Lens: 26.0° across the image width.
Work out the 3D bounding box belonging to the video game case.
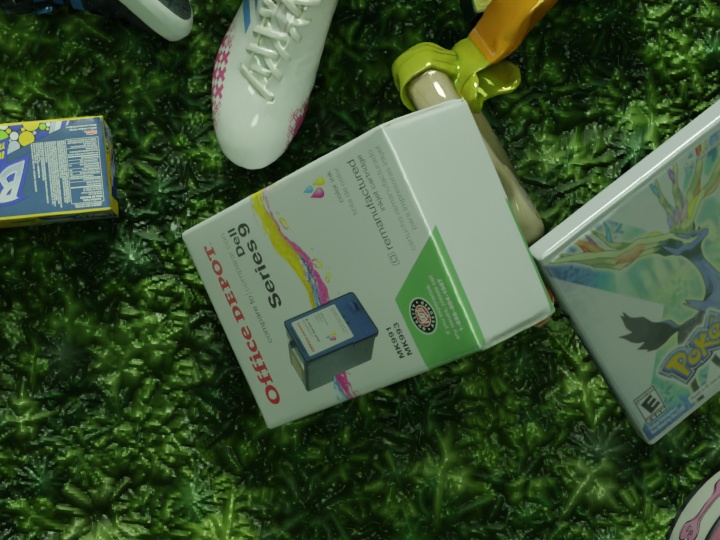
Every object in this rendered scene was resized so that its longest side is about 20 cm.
[{"bbox_3d":[0.231,-0.006,1.049,0.200,0.022,0.183,-37,120,-4],"label":"video game case"}]

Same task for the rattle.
[{"bbox_3d":[0.120,-0.084,1.028,0.143,0.130,0.200,-35,93,-5],"label":"rattle"}]

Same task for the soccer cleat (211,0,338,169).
[{"bbox_3d":[-0.053,-0.168,1.037,0.070,0.086,0.201,17,88,-4],"label":"soccer cleat"}]

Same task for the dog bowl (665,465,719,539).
[{"bbox_3d":[0.309,0.222,1.066,0.199,0.074,0.201,0,89,-4],"label":"dog bowl"}]

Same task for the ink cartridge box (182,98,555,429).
[{"bbox_3d":[0.000,0.000,0.982,0.087,0.200,0.146,-24,90,-46],"label":"ink cartridge box"}]

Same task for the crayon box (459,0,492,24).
[{"bbox_3d":[0.108,-0.284,1.070,0.126,0.051,0.201,-15,91,-4],"label":"crayon box"}]

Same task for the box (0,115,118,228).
[{"bbox_3d":[-0.263,-0.059,1.026,0.199,0.070,0.065,-5,88,-5],"label":"box"}]

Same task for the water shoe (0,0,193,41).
[{"bbox_3d":[-0.206,-0.202,1.046,0.200,0.072,0.079,34,114,-5],"label":"water shoe"}]
